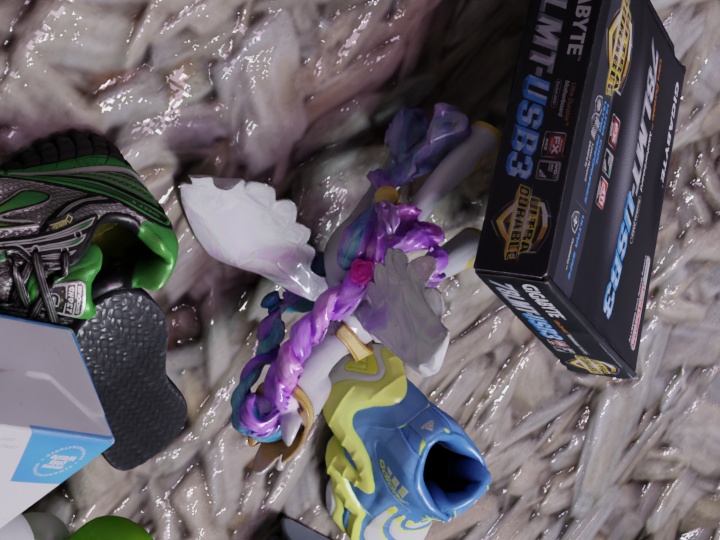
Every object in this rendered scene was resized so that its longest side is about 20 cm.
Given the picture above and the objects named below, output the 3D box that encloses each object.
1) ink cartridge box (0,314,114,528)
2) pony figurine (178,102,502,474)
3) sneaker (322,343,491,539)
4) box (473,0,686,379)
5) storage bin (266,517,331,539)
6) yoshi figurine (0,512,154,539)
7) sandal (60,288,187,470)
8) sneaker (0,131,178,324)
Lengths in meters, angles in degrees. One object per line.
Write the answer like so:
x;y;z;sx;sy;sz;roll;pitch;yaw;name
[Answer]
-0.229;0.100;1.249;0.200;0.068;0.116;-37;153;25;ink cartridge box
0.000;0.000;1.438;0.200;0.166;0.194;-50;159;-30;pony figurine
0.031;0.135;1.629;0.076;0.105;0.200;-39;146;-16;sneaker
0.129;-0.060;1.499;0.198;0.049;0.201;43;57;-63;box
-0.023;0.269;1.684;0.134;0.146;0.200;-43;148;8;storage bin
-0.171;0.148;1.400;0.113;0.112;0.200;-57;150;0;yoshi figurine
-0.137;0.053;1.410;0.075;0.045;0.200;-36;160;-11;sandal
-0.170;-0.011;1.256;0.199;0.085;0.078;-18;136;-39;sneaker
